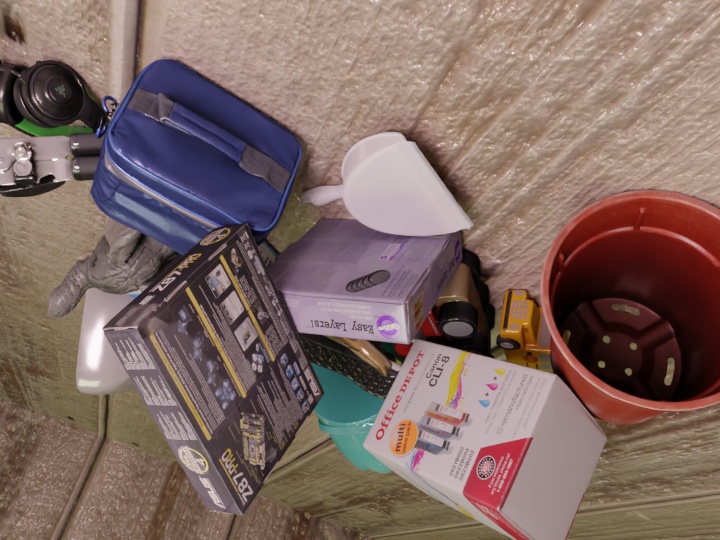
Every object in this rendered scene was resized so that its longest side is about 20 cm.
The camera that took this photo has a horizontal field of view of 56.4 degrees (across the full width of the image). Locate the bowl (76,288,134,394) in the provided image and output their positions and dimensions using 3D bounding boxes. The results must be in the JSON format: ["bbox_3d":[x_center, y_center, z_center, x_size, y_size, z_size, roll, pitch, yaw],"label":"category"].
[{"bbox_3d":[-0.351,0.090,1.026,0.073,0.204,0.200,7,175,3],"label":"bowl"}]

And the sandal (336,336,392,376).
[{"bbox_3d":[0.006,0.058,0.745,0.080,0.054,0.200,38,-174,-5],"label":"sandal"}]

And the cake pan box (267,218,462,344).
[{"bbox_3d":[0.000,0.000,0.722,0.181,0.200,0.053,4,118,22],"label":"cake pan box"}]

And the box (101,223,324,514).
[{"bbox_3d":[-0.117,0.085,0.603,0.048,0.162,0.203,-6,119,30],"label":"box"}]

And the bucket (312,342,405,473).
[{"bbox_3d":[0.021,0.180,1.002,0.204,0.210,0.135,-1,142,31],"label":"bucket"}]

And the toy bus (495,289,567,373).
[{"bbox_3d":[0.230,0.104,0.881,0.077,0.066,0.201,4,148,23],"label":"toy bus"}]

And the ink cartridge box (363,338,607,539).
[{"bbox_3d":[0.133,0.187,0.739,0.198,0.147,0.145,8,152,49],"label":"ink cartridge box"}]

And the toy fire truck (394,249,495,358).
[{"bbox_3d":[0.064,0.053,0.858,0.196,0.131,0.177,-6,144,19],"label":"toy fire truck"}]

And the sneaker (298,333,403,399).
[{"bbox_3d":[0.000,0.098,0.896,0.197,0.083,0.072,27,141,5],"label":"sneaker"}]

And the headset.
[{"bbox_3d":[-0.352,-0.201,0.714,0.121,0.096,0.200,5,164,13],"label":"headset"}]

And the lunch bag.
[{"bbox_3d":[-0.165,-0.109,0.668,0.198,0.138,0.132,28,146,-20],"label":"lunch bag"}]

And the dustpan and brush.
[{"bbox_3d":[0.007,-0.083,0.715,0.197,0.058,0.140,-14,138,33],"label":"dustpan and brush"}]

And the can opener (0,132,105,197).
[{"bbox_3d":[-0.299,-0.121,0.738,0.196,0.054,0.067,-8,167,-12],"label":"can opener"}]

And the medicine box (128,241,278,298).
[{"bbox_3d":[-0.194,0.033,0.965,0.197,0.104,0.182,-3,145,34],"label":"medicine box"}]

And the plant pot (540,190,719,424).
[{"bbox_3d":[0.272,0.058,0.669,0.197,0.204,0.196,10,159,14],"label":"plant pot"}]

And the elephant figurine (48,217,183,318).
[{"bbox_3d":[-0.259,-0.028,0.794,0.140,0.203,0.155,26,150,-15],"label":"elephant figurine"}]
